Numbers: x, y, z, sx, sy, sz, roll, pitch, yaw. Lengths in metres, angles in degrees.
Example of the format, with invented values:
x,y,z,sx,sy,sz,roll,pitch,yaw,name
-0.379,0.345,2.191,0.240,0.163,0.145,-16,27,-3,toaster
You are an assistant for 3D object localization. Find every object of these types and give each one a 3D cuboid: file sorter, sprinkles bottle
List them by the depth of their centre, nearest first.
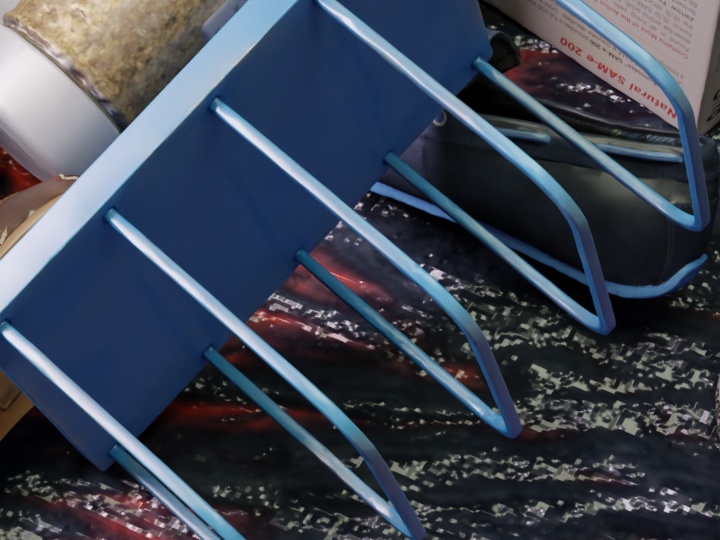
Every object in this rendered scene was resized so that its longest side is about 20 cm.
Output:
x,y,z,sx,sy,sz,roll,pitch,yaw,name
0.000,0.000,0.821,0.123,0.139,0.200,40,81,22,file sorter
-0.061,-0.119,0.952,0.068,0.068,0.200,37,79,25,sprinkles bottle

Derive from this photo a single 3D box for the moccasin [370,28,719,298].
x,y,z,sx,sy,sz,roll,pitch,yaw,name
0.042,-0.060,0.958,0.199,0.068,0.080,23,25,13,moccasin

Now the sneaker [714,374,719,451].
x,y,z,sx,sy,sz,roll,pitch,yaw,name
0.157,0.067,0.841,0.069,0.100,0.201,-5,48,-7,sneaker

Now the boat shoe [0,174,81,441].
x,y,z,sx,sy,sz,roll,pitch,yaw,name
-0.152,0.040,0.867,0.200,0.071,0.070,-38,24,-26,boat shoe

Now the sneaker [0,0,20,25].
x,y,z,sx,sy,sz,roll,pitch,yaw,name
-0.113,-0.167,0.973,0.079,0.201,0.078,39,24,29,sneaker

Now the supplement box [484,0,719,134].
x,y,z,sx,sy,sz,roll,pitch,yaw,name
0.112,-0.164,0.981,0.126,0.200,0.073,37,58,24,supplement box
